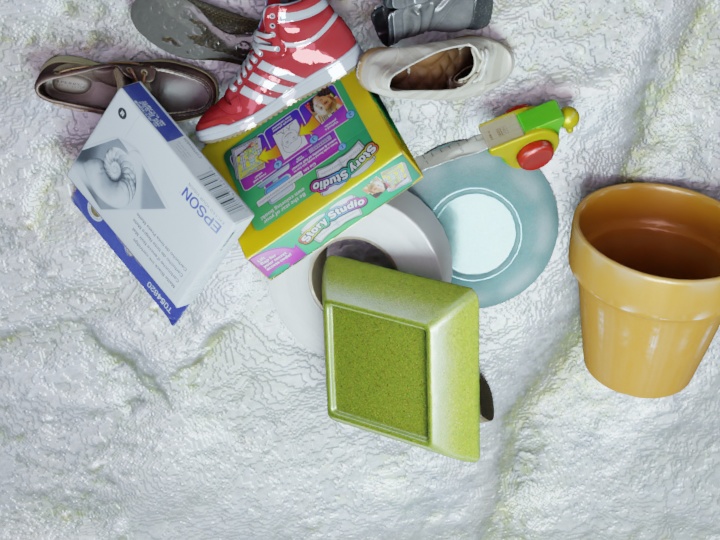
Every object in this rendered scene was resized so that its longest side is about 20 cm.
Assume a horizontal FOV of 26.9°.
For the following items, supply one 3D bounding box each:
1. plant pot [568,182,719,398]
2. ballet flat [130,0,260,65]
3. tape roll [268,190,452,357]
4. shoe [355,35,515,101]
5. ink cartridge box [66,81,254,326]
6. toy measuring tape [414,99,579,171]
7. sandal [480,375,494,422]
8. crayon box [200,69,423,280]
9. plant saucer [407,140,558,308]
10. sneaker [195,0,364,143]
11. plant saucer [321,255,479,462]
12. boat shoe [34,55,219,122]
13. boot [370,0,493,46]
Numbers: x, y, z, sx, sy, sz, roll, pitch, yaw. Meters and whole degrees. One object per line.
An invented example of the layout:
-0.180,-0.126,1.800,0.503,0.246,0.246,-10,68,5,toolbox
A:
0.321,0.032,1.662,0.199,0.201,0.184,3,124,-2,plant pot
-0.150,-0.259,1.634,0.199,0.046,0.068,14,116,1,ballet flat
0.000,0.000,1.678,0.201,0.071,0.204,5,112,12,tape roll
0.090,-0.210,1.599,0.199,0.053,0.070,-10,111,-32,shoe
-0.228,-0.064,1.612,0.200,0.041,0.200,48,130,12,ink cartridge box
0.148,-0.132,1.656,0.199,0.074,0.074,-21,107,0,toy measuring tape
0.085,0.131,1.697,0.069,0.078,0.212,-14,152,20,sandal
-0.055,-0.115,1.611,0.199,0.173,0.058,-34,143,10,crayon box
0.127,-0.046,1.703,0.200,0.039,0.202,0,107,0,plant saucer
-0.106,-0.221,1.580,0.199,0.071,0.113,-29,113,7,sneaker
0.031,0.100,1.603,0.199,0.048,0.201,13,115,35,plant saucer
-0.254,-0.194,1.634,0.199,0.072,0.073,8,108,-3,boat shoe
0.076,-0.330,1.558,0.131,0.070,0.201,-12,120,-22,boot
